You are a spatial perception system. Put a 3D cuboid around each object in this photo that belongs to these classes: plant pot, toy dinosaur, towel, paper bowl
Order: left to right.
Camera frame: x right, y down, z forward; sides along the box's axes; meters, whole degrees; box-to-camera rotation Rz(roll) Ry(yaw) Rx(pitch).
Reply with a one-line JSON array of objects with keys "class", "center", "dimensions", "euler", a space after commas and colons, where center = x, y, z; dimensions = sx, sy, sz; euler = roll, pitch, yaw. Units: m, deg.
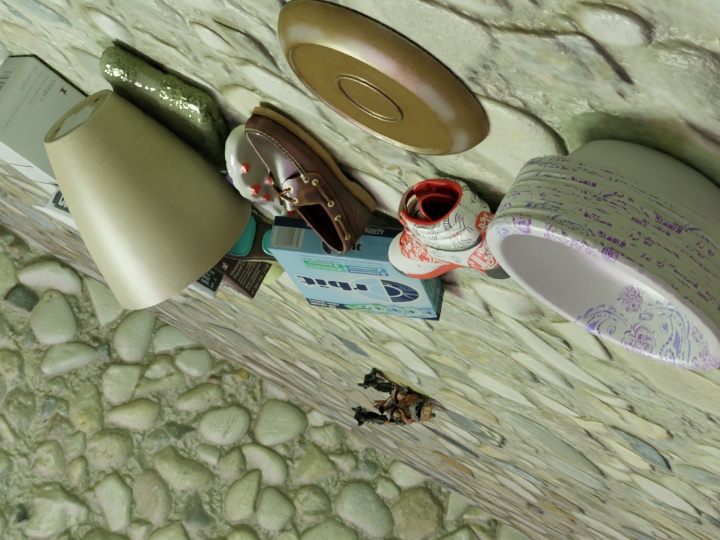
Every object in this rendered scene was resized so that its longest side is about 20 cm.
[{"class": "plant pot", "center": [-0.253, -0.093, 1.536], "dimensions": [0.201, 0.187, 0.187], "euler": [53, 159, -26]}, {"class": "towel", "center": [-0.212, -0.176, 1.556], "dimensions": [0.147, 0.037, 0.200], "euler": [28, 168, 10]}, {"class": "plant pot", "center": [0.012, -0.150, 1.143], "dimensions": [0.199, 0.028, 0.200], "euler": [30, 167, 7]}, {"class": "toy dinosaur", "center": [0.060, 0.253, 2.525], "dimensions": [0.135, 0.103, 0.200], "euler": [17, 150, -18]}, {"class": "paper bowl", "center": [0.201, -0.020, 1.026], "dimensions": [0.200, 0.105, 0.201], "euler": [29, 169, 6]}]

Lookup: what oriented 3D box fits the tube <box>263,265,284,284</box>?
[{"class": "tube", "center": [-0.187, -0.058, 1.964], "dimensions": [0.058, 0.052, 0.200], "euler": [-32, 122, 32]}]

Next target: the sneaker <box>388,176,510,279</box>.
[{"class": "sneaker", "center": [0.067, -0.045, 1.347], "dimensions": [0.108, 0.068, 0.201], "euler": [38, 162, -29]}]

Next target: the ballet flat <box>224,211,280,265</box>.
[{"class": "ballet flat", "center": [-0.132, -0.042, 1.771], "dimensions": [0.198, 0.071, 0.071], "euler": [15, 169, -5]}]

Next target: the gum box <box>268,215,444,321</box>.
[{"class": "gum box", "center": [0.000, 0.000, 1.616], "dimensions": [0.168, 0.045, 0.200], "euler": [6, 162, 14]}]

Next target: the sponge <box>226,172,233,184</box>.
[{"class": "sponge", "center": [-0.263, -0.116, 1.742], "dimensions": [0.199, 0.112, 0.030], "euler": [26, 170, 20]}]

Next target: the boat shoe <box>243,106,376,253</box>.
[{"class": "boat shoe", "center": [-0.056, -0.090, 1.450], "dimensions": [0.070, 0.071, 0.200], "euler": [18, 161, 49]}]

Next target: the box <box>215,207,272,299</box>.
[{"class": "box", "center": [-0.192, -0.056, 1.847], "dimensions": [0.075, 0.101, 0.200], "euler": [20, 165, 39]}]

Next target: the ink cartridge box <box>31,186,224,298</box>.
[{"class": "ink cartridge box", "center": [-0.295, -0.041, 1.757], "dimensions": [0.197, 0.044, 0.199], "euler": [32, 171, -35]}]

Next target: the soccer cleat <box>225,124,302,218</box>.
[{"class": "soccer cleat", "center": [-0.116, -0.108, 1.535], "dimensions": [0.077, 0.070, 0.200], "euler": [28, 171, 25]}]

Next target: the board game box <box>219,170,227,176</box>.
[{"class": "board game box", "center": [-0.258, -0.128, 1.700], "dimensions": [0.199, 0.106, 0.023], "euler": [25, -175, 22]}]

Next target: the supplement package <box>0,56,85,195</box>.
[{"class": "supplement package", "center": [-0.398, -0.174, 1.819], "dimensions": [0.200, 0.118, 0.117], "euler": [37, 166, -31]}]
